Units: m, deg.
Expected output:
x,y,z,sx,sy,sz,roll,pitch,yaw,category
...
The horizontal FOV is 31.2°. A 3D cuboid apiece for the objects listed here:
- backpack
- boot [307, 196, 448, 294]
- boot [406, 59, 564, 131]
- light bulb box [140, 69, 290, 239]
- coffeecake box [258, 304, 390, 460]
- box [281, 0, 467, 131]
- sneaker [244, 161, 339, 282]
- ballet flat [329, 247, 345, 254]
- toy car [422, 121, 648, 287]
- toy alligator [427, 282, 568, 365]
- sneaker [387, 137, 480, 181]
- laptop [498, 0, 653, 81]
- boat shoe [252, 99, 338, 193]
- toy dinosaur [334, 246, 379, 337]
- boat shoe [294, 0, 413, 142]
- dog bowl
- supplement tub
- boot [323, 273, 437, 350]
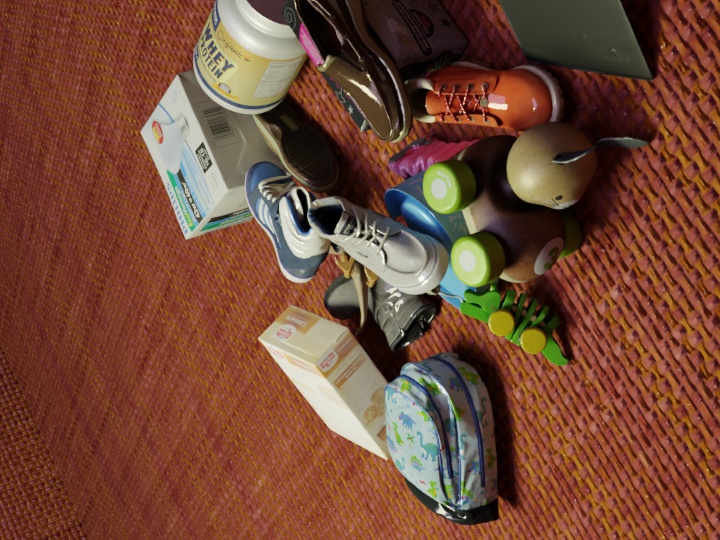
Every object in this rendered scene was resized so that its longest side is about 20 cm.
x,y,z,sx,sy,sz,roll,pitch,yaw,category
0.104,0.205,1.649,0.163,0.153,0.201,37,123,53,backpack
0.012,-0.033,1.487,0.200,0.095,0.074,22,87,55,boot
0.131,-0.184,1.412,0.200,0.107,0.075,18,119,52,boot
-0.221,-0.183,1.967,0.200,0.124,0.199,-40,71,57,light bulb box
-0.031,0.155,1.805,0.153,0.073,0.200,19,150,54,coffeecake box
0.015,-0.290,1.534,0.200,0.114,0.132,56,145,20,box
-0.093,-0.096,1.750,0.147,0.080,0.201,113,139,-58,sneaker
-0.089,-0.063,1.872,0.200,0.067,0.068,27,128,50,ballet flat
0.197,-0.086,1.322,0.200,0.164,0.158,-27,82,47,toy car
0.160,0.041,1.477,0.199,0.059,0.054,29,100,-1,toy alligator
0.115,-0.101,1.528,0.200,0.079,0.096,18,136,58,sneaker
0.221,-0.312,1.290,0.187,0.116,0.201,22,96,52,laptop
-0.087,-0.167,1.828,0.200,0.071,0.076,56,161,38,boat shoe
0.000,0.000,1.686,0.106,0.060,0.201,-99,0,-82,toy dinosaur
-0.015,-0.228,1.434,0.203,0.075,0.075,63,147,11,boat shoe
0.101,-0.035,1.521,0.111,0.050,0.200,27,155,47,dog bowl
-0.134,-0.319,1.733,0.145,0.144,0.200,62,149,16,supplement tub
0.022,0.055,1.749,0.132,0.070,0.200,63,150,17,boot
